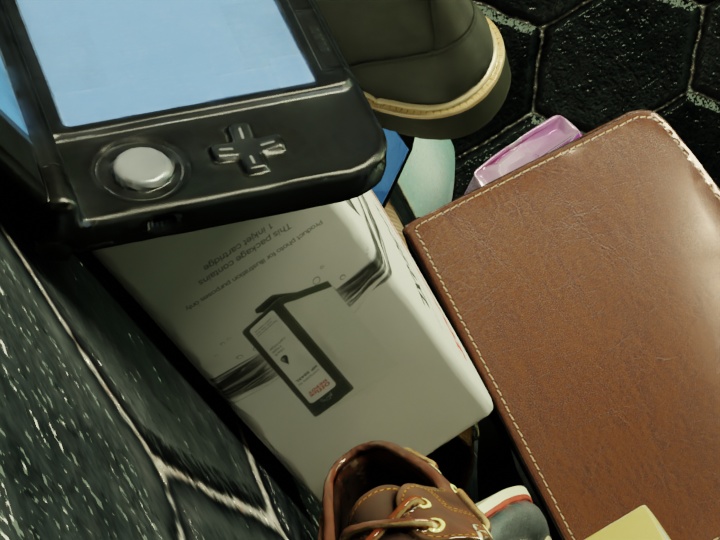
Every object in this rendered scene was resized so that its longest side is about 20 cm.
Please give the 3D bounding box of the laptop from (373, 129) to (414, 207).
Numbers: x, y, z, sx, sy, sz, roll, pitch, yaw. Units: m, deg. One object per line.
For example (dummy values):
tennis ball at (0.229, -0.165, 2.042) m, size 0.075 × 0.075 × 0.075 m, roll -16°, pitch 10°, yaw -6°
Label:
laptop at (0.000, 0.000, 1.144) m, size 0.201 × 0.103 × 0.177 m, roll 62°, pitch 6°, yaw 30°

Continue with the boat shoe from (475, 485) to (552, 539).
boat shoe at (0.060, 0.144, 1.106) m, size 0.063 × 0.071 × 0.200 m, roll 63°, pitch 1°, yaw 16°

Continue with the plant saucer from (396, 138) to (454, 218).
plant saucer at (0.010, -0.109, 1.375) m, size 0.202 × 0.039 × 0.201 m, roll 61°, pitch 2°, yaw -4°

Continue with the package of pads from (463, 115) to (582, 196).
package of pads at (0.103, 0.006, 1.399) m, size 0.121 × 0.075 × 0.200 m, roll 53°, pitch -18°, yaw 9°

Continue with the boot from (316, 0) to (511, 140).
boot at (-0.043, -0.128, 0.988) m, size 0.139 × 0.199 × 0.078 m, roll 66°, pitch 37°, yaw -60°

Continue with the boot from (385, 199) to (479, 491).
boot at (0.032, 0.068, 1.335) m, size 0.200 × 0.073 × 0.155 m, roll 56°, pitch 13°, yaw -55°

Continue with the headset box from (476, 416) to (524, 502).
headset box at (0.164, 0.087, 1.315) m, size 0.149 × 0.199 × 0.078 m, roll 136°, pitch -41°, yaw -59°

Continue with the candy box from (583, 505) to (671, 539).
candy box at (0.112, 0.189, 1.048) m, size 0.200 × 0.115 × 0.055 m, roll 53°, pitch 8°, yaw -50°

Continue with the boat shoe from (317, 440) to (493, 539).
boat shoe at (0.015, 0.107, 0.845) m, size 0.071 × 0.070 × 0.200 m, roll 65°, pitch -5°, yaw -9°

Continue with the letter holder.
letter holder at (0.129, 0.046, 1.154) m, size 0.201 × 0.142 × 0.101 m, roll 63°, pitch -1°, yaw 19°

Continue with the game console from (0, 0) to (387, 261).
game console at (-0.098, -0.112, 0.790) m, size 0.117 × 0.175 × 0.201 m, roll 94°, pitch -21°, yaw -44°

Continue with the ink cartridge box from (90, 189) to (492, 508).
ink cartridge box at (-0.044, -0.022, 0.938) m, size 0.200 × 0.084 × 0.146 m, roll 52°, pitch 7°, yaw -48°
